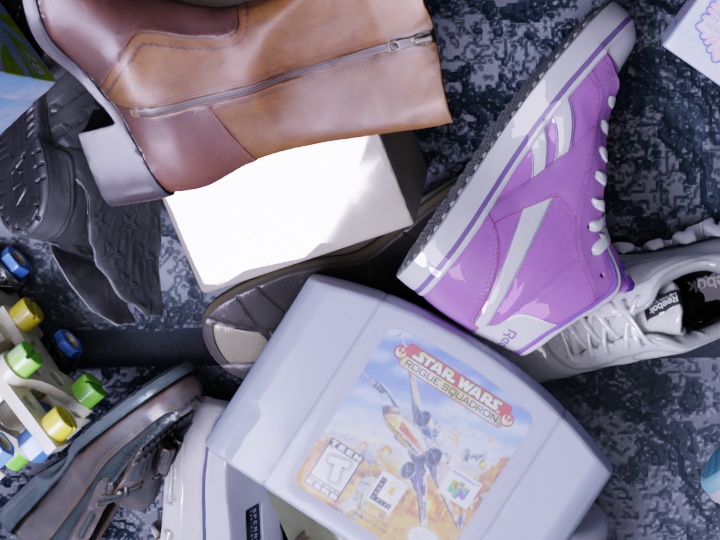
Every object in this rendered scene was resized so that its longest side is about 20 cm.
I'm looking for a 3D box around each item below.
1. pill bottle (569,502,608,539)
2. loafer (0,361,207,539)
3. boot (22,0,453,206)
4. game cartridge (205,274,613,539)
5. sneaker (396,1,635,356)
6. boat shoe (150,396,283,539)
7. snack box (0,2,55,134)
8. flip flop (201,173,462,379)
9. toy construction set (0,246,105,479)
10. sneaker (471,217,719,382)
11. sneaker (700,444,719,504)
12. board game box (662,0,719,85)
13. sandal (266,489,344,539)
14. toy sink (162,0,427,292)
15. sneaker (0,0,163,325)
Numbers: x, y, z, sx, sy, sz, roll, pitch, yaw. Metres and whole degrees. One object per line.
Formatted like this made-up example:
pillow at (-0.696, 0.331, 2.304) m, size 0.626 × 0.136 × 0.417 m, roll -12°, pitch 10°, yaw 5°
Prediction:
pill bottle at (0.074, 0.226, 1.689) m, size 0.112 × 0.112 × 0.200 m, roll 11°, pitch 107°, yaw 5°
loafer at (-0.139, 0.119, 1.679) m, size 0.063 × 0.072 × 0.200 m, roll 55°, pitch 136°, yaw 5°
boot at (-0.067, -0.136, 1.507) m, size 0.200 × 0.068 × 0.189 m, roll -16°, pitch 107°, yaw 11°
game cartridge at (0.031, 0.095, 1.591) m, size 0.200 × 0.042 × 0.133 m, roll 32°, pitch 102°, yaw 2°
sneaker at (0.119, -0.045, 1.604) m, size 0.114 × 0.073 × 0.201 m, roll 34°, pitch 82°, yaw -4°
boat shoe at (-0.092, 0.167, 1.724) m, size 0.070 × 0.071 × 0.200 m, roll 20°, pitch 121°, yaw 34°
snack box at (-0.277, -0.165, 1.564) m, size 0.068 × 0.169 × 0.200 m, roll -39°, pitch 74°, yaw 16°
flip flop at (0.000, 0.000, 1.648) m, size 0.200 × 0.058 × 0.081 m, roll -31°, pitch 122°, yaw -11°
toy construction set at (-0.217, 0.030, 1.650) m, size 0.092 × 0.131 × 0.200 m, roll -26°, pitch 76°, yaw 20°
sneaker at (0.151, 0.021, 1.637) m, size 0.200 × 0.081 × 0.075 m, roll -18°, pitch 105°, yaw 14°
sneaker at (0.307, 0.103, 1.641) m, size 0.200 × 0.080 × 0.131 m, roll -40°, pitch 95°, yaw 26°
board game box at (0.304, -0.150, 1.586) m, size 0.200 × 0.041 × 0.200 m, roll 34°, pitch 108°, yaw -3°
sandal at (-0.023, 0.214, 1.669) m, size 0.057 × 0.080 × 0.201 m, roll -12°, pitch 90°, yaw -26°
toy sink at (-0.058, -0.111, 1.611) m, size 0.130 × 0.112 × 0.200 m, roll -19°, pitch 107°, yaw 12°
sneaker at (-0.158, -0.074, 1.659) m, size 0.060 × 0.104 × 0.200 m, roll -16°, pitch 68°, yaw 41°
